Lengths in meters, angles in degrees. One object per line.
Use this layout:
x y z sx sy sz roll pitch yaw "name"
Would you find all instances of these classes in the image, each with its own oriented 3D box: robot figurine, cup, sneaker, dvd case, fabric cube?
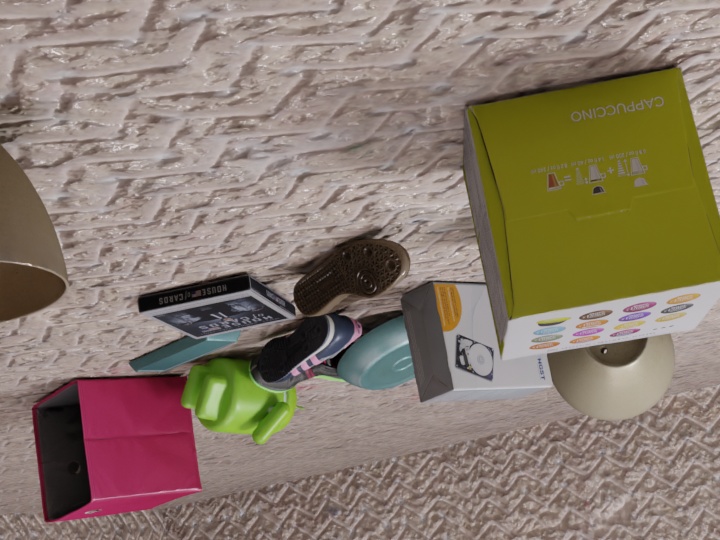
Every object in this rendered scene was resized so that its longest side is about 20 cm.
-0.185 0.202 1.976 0.199 0.117 0.175 11 -172 -43 "robot figurine"
0.383 0.116 1.879 0.198 0.202 0.143 -11 162 5 "cup"
-0.075 0.119 1.831 0.081 0.071 0.199 4 158 -37 "sneaker"
-0.181 0.049 1.605 0.149 0.025 0.200 -12 165 11 "dvd case"
-0.401 0.292 2.028 0.198 0.202 0.196 2 161 -38 "fabric cube"
0.000 0.000 1.491 0.075 0.071 0.199 -22 -179 -44 "sneaker"
-0.081 0.138 1.938 0.198 0.077 0.084 -8 150 -22 "sneaker"

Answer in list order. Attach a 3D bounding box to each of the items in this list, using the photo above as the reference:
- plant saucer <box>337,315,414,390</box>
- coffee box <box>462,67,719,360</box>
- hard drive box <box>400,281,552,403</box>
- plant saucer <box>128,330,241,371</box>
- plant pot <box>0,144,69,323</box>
0.061 0.132 1.921 0.198 0.036 0.201 -21 152 -11 "plant saucer"
0.209 -0.045 1.148 0.197 0.202 0.198 -10 165 2 "coffee box"
0.166 0.102 1.767 0.199 0.158 0.077 2 161 -39 "hard drive box"
-0.261 0.120 1.835 0.069 0.019 0.199 5 160 -44 "plant saucer"
-0.330 -0.042 0.947 0.198 0.136 0.200 -8 166 -2 "plant pot"
